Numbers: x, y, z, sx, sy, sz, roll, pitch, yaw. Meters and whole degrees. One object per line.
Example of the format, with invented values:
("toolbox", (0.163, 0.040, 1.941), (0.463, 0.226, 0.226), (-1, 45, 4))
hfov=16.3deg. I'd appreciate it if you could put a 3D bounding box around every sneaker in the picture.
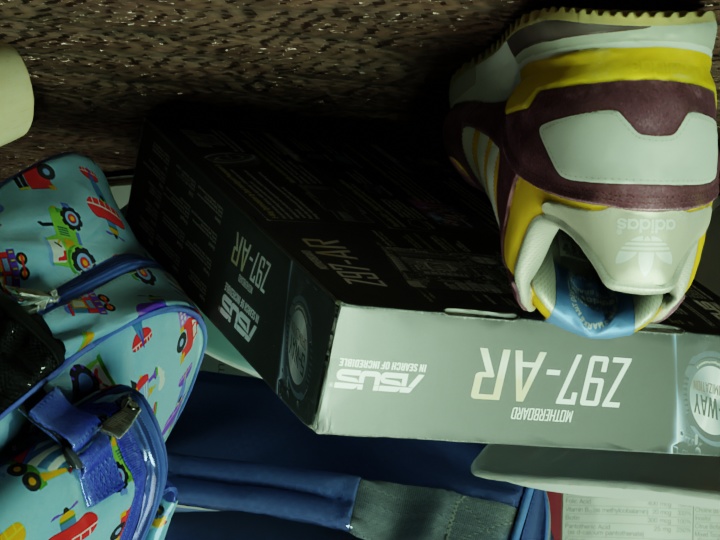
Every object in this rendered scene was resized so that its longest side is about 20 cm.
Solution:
("sneaker", (0.064, -0.022, 0.781), (0.075, 0.090, 0.200), (2, 173, -1))

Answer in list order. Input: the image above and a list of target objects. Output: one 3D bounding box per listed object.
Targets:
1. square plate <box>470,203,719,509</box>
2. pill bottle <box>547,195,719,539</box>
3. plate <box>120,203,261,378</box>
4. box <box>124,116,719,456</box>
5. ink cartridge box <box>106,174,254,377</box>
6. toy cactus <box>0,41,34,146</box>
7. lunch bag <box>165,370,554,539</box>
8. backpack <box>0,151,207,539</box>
("square plate", (0.169, 0.028, 0.877), (0.198, 0.029, 0.200), (4, -144, 45))
("pill bottle", (0.111, 0.070, 1.065), (0.109, 0.201, 0.110), (2, 173, 0))
("plate", (0.000, 0.000, 0.971), (0.200, 0.026, 0.200), (14, -159, -5))
("box", (0.024, 0.002, 0.860), (0.160, 0.044, 0.200), (4, -162, -25))
("ink cartridge box", (-0.044, 0.043, 1.109), (0.200, 0.146, 0.083), (8, 170, -44))
("toy cactus", (-0.180, -0.046, 0.745), (0.165, 0.103, 0.200), (-16, -178, -33))
("lunch bag", (-0.026, 0.116, 0.935), (0.199, 0.136, 0.133), (5, 135, 15))
("backpack", (-0.126, 0.064, 0.818), (0.134, 0.183, 0.200), (36, -140, 17))
